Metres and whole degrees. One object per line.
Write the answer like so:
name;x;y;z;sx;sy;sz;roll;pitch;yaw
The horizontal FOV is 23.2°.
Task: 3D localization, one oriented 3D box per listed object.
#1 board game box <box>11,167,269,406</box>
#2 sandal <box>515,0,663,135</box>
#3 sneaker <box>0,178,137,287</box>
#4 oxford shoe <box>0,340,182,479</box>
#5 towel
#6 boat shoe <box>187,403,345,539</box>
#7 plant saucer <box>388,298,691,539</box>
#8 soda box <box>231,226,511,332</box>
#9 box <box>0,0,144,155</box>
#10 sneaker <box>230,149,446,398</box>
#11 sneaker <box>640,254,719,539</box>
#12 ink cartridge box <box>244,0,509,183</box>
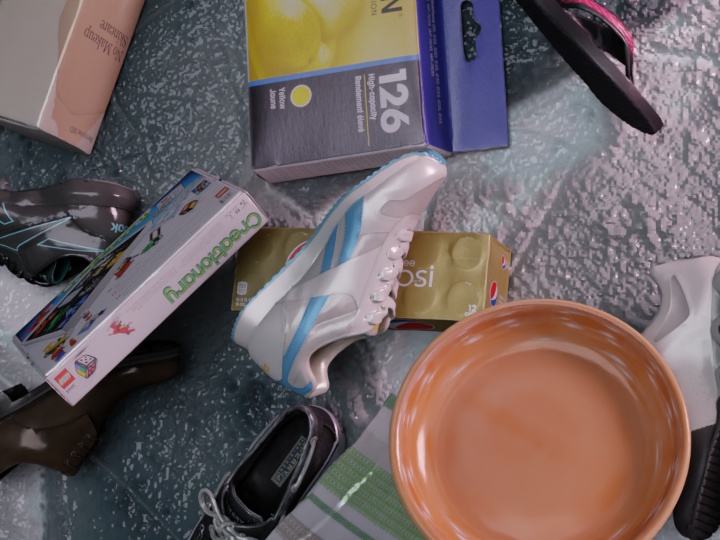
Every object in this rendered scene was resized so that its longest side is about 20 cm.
board game box;-0.169;0.008;1.325;0.200;0.126;0.035;-44;113;-8
sandal;0.163;-0.183;1.293;0.045;0.075;0.200;-36;67;-2
sneaker;-0.278;-0.028;1.415;0.200;0.075;0.079;-3;81;19
oxford shoe;-0.220;0.113;1.379;0.200;0.073;0.084;-25;90;15
towel;0.002;0.180;1.232;0.200;0.031;0.149;-47;32;-14
boat shoe;-0.085;0.186;1.307;0.074;0.068;0.199;41;95;22
plant saucer;0.120;0.117;1.175;0.200;0.037;0.200;-4;66;8
soda box;0.009;0.007;1.312;0.200;0.064;0.068;2;79;20
box;-0.239;-0.205;1.426;0.078;0.095;0.200;17;87;21
sneaker;0.000;0.000;1.248;0.081;0.077;0.200;43;101;14
sneaker;0.224;0.087;1.221;0.088;0.074;0.200;2;74;29
ink cartridge box;0.008;-0.179;1.360;0.200;0.047;0.198;-8;76;20
